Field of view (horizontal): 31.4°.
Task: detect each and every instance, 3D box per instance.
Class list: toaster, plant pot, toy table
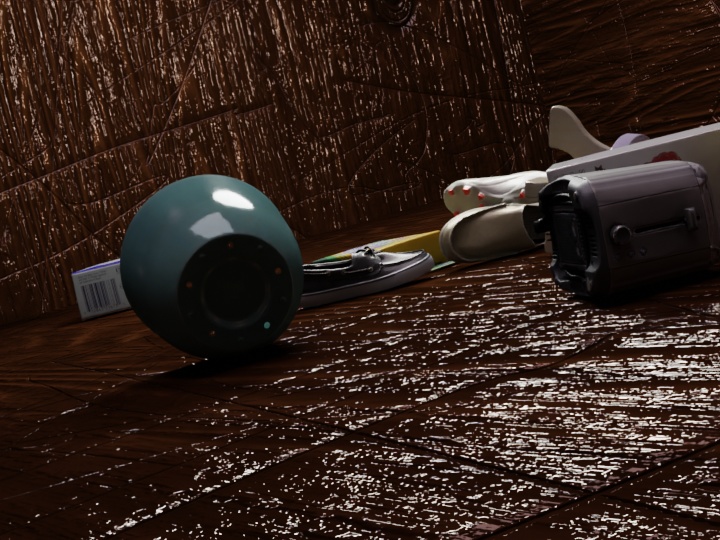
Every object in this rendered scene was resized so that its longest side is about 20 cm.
[{"bbox_3d":[0.246,-0.040,1.186,0.128,0.114,0.200,-11,2,-6],"label":"toaster"},{"bbox_3d":[-0.151,0.007,1.385,0.200,0.202,0.161,-15,16,-14],"label":"plant pot"},{"bbox_3d":[0.286,-0.108,1.576,0.117,0.185,0.200,6,1,27],"label":"toy table"}]

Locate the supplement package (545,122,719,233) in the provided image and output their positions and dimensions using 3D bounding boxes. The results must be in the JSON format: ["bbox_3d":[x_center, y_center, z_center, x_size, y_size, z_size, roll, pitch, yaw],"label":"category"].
[{"bbox_3d":[0.305,-0.074,1.329,0.199,0.122,0.120,-14,4,13],"label":"supplement package"}]

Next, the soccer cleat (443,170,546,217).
[{"bbox_3d":[0.215,-0.110,1.883,0.199,0.070,0.078,-1,25,39],"label":"soccer cleat"}]

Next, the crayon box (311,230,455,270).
[{"bbox_3d":[0.037,-0.014,1.885,0.125,0.052,0.200,-18,6,-36],"label":"crayon box"}]

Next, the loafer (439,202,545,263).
[{"bbox_3d":[0.205,-0.060,1.757,0.199,0.076,0.068,-15,-1,-11],"label":"loafer"}]

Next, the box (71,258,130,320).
[{"bbox_3d":[-0.497,0.025,2.733,0.183,0.106,0.200,-13,4,4],"label":"box"}]

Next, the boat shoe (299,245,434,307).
[{"bbox_3d":[0.000,0.000,1.740,0.199,0.057,0.069,-15,13,5],"label":"boat shoe"}]
